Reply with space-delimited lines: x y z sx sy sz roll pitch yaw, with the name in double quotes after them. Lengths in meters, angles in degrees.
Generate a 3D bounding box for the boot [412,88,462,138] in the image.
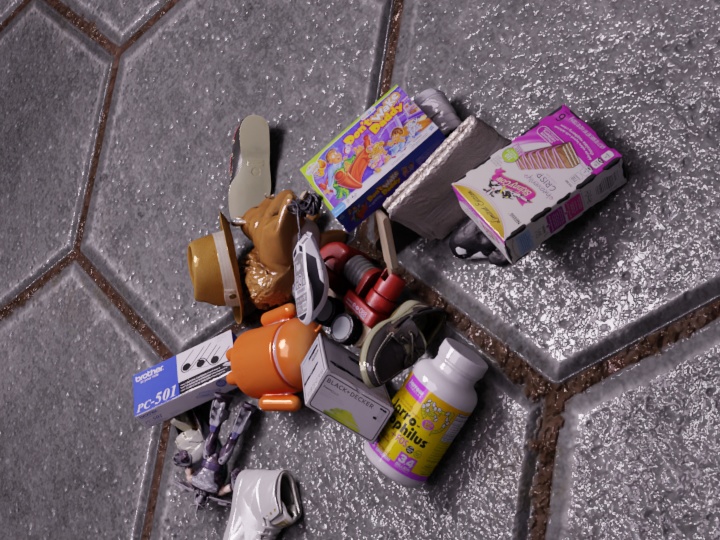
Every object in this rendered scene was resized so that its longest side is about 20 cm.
0.077 -0.183 1.749 0.200 0.073 0.096 -48 53 24 "boot"

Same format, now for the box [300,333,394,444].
-0.023 0.167 1.622 0.060 0.116 0.200 -57 11 6 "box"

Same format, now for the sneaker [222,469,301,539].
-0.152 0.408 1.748 0.115 0.073 0.203 -13 66 41 "sneaker"

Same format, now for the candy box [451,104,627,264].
0.244 -0.121 1.535 0.199 0.061 0.137 -36 51 -4 "candy box"

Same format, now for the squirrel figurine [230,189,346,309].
-0.150 -0.037 1.860 0.186 0.141 0.202 23 89 50 "squirrel figurine"

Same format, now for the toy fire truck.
0.000 0.000 1.714 0.176 0.128 0.201 42 103 42 "toy fire truck"

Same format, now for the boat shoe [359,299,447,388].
0.064 0.099 1.602 0.065 0.201 0.072 -7 111 32 "boat shoe"

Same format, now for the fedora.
-0.248 0.001 1.897 0.081 0.201 0.202 -10 60 -9 "fedora"

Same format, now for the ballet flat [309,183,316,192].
0.014 -0.141 1.745 0.198 0.067 0.069 0 57 34 "ballet flat"

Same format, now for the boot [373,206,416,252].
0.091 -0.113 1.719 0.199 0.073 0.076 -37 44 29 "boot"

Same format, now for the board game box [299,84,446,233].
0.020 -0.169 1.682 0.200 0.045 0.135 -41 47 3 "board game box"

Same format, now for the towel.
0.137 -0.129 1.636 0.200 0.132 0.035 -46 47 21 "towel"

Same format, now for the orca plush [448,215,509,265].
0.200 -0.067 1.600 0.198 0.071 0.107 -6 72 40 "orca plush"

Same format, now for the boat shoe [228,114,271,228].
-0.197 -0.173 1.999 0.063 0.073 0.204 175 101 -77 "boat shoe"

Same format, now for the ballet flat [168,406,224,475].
-0.295 0.276 1.924 0.073 0.073 0.201 -43 52 22 "ballet flat"

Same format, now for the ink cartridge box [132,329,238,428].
-0.293 0.186 1.912 0.198 0.044 0.095 -26 44 10 "ink cartridge box"

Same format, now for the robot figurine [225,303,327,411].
-0.127 0.143 1.789 0.199 0.117 0.144 -17 32 37 "robot figurine"

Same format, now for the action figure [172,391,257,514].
-0.240 0.305 1.843 0.129 0.069 0.202 19 87 -1 "action figure"

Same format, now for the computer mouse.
-0.074 -0.018 1.689 0.110 0.043 0.203 154 113 -68 "computer mouse"

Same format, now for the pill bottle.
0.096 0.198 1.579 0.104 0.104 0.201 41 104 41 "pill bottle"
